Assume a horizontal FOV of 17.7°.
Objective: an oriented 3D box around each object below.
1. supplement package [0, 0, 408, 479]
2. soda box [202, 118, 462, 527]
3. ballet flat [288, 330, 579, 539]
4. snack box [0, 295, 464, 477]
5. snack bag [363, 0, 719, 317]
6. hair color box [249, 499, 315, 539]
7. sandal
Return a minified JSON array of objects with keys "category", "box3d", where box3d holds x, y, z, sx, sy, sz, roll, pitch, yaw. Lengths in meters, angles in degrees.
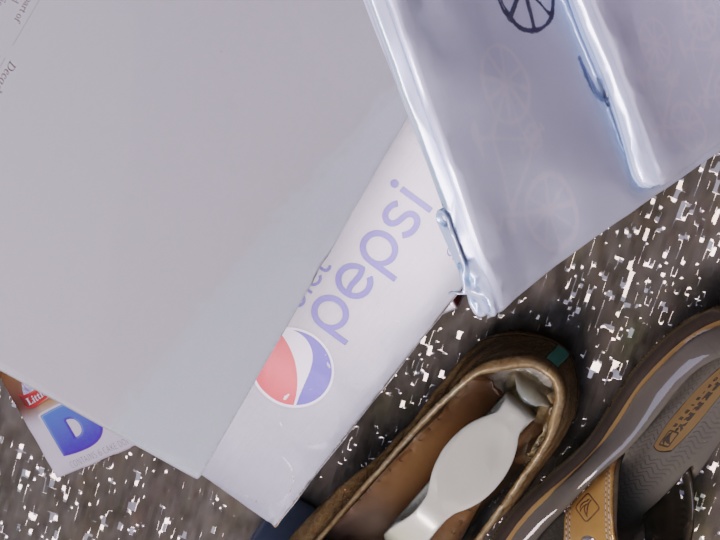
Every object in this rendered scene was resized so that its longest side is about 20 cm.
[{"category":"supplement package","box3d":[-0.106,-0.065,0.824,0.200,0.147,0.191,31,88,-14]},{"category":"soda box","box3d":[0.000,0.000,0.896,0.068,0.063,0.200,35,113,-3]},{"category":"ballet flat","box3d":[0.018,0.106,0.910,0.068,0.072,0.200,42,87,2]},{"category":"snack box","box3d":[-0.059,0.019,0.966,0.200,0.024,0.072,-24,103,21]},{"category":"snack bag","box3d":[0.071,-0.108,0.803,0.021,0.200,0.189,-6,110,47]},{"category":"hair color box","box3d":[-0.042,0.207,1.010,0.099,0.061,0.200,30,114,3]},{"category":"sandal","box3d":[0.109,0.102,0.920,0.200,0.082,0.055,-52,55,18]}]
